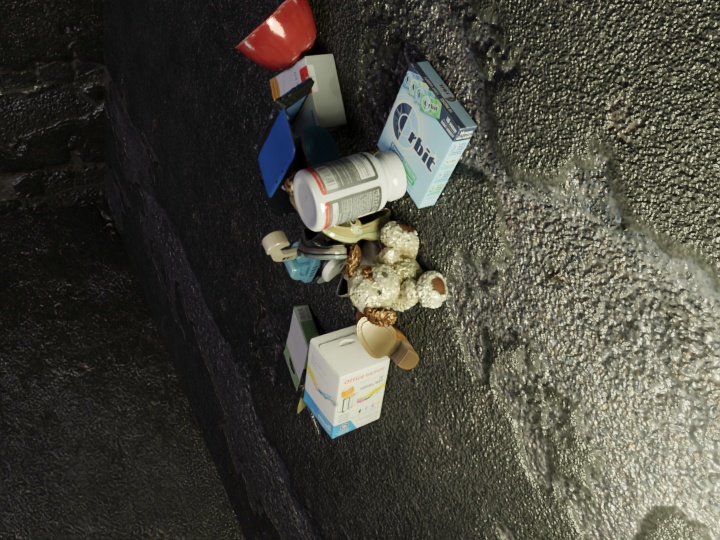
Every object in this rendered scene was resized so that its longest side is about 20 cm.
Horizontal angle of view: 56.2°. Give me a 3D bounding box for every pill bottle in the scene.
[{"bbox_3d":[-0.018,-0.156,1.274,0.116,0.197,0.117,44,145,44],"label":"pill bottle"}]

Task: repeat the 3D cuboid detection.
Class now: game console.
[{"bbox_3d":[-0.152,-0.284,1.455,0.118,0.171,0.200,46,146,-1],"label":"game console"}]

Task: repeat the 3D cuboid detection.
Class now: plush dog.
[{"bbox_3d":[0.050,0.025,1.346,0.202,0.170,0.161,62,147,20],"label":"plush dog"}]

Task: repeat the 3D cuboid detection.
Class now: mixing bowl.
[{"bbox_3d":[-0.171,-0.520,1.501,0.109,0.201,0.199,47,157,-22],"label":"mixing bowl"}]

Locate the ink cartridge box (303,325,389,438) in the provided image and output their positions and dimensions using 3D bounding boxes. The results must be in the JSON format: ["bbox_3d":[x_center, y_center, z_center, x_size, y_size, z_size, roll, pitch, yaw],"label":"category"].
[{"bbox_3d":[-0.036,0.262,1.619,0.145,0.145,0.203,44,139,41],"label":"ink cartridge box"}]

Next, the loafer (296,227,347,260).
[{"bbox_3d":[-0.085,-0.056,1.371,0.199,0.071,0.064,-173,83,-65],"label":"loafer"}]

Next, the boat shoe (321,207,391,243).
[{"bbox_3d":[-0.009,-0.098,1.364,0.073,0.199,0.064,34,113,35],"label":"boat shoe"}]

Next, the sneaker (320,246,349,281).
[{"bbox_3d":[-0.082,-0.042,1.517,0.112,0.200,0.073,43,100,4],"label":"sneaker"}]

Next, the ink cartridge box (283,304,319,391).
[{"bbox_3d":[-0.164,0.218,1.891,0.202,0.047,0.147,105,150,-42],"label":"ink cartridge box"}]

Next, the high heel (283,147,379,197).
[{"bbox_3d":[-0.064,-0.216,1.416,0.142,0.200,0.071,42,174,20],"label":"high heel"}]

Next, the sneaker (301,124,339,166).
[{"bbox_3d":[-0.078,-0.229,1.493,0.080,0.076,0.202,21,146,57],"label":"sneaker"}]

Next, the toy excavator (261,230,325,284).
[{"bbox_3d":[-0.157,-0.035,1.642,0.101,0.197,0.195,60,147,22],"label":"toy excavator"}]

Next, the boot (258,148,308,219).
[{"bbox_3d":[-0.191,-0.220,1.664,0.161,0.074,0.199,-5,130,44],"label":"boot"}]

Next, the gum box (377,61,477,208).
[{"bbox_3d":[0.116,-0.247,1.244,0.171,0.044,0.201,59,147,26],"label":"gum box"}]

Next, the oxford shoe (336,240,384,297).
[{"bbox_3d":[0.000,0.000,1.516,0.071,0.074,0.201,56,145,28],"label":"oxford shoe"}]

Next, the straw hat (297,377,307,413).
[{"bbox_3d":[-0.094,0.300,1.786,0.084,0.202,0.203,19,131,5],"label":"straw hat"}]

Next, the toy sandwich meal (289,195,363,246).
[{"bbox_3d":[-0.073,-0.130,1.502,0.070,0.204,0.206,-47,53,9],"label":"toy sandwich meal"}]

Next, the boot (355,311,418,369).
[{"bbox_3d":[0.027,0.126,1.439,0.200,0.074,0.155,44,-178,-40],"label":"boot"}]

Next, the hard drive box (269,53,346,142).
[{"bbox_3d":[-0.123,-0.391,1.554,0.199,0.076,0.159,-3,100,59],"label":"hard drive box"}]
